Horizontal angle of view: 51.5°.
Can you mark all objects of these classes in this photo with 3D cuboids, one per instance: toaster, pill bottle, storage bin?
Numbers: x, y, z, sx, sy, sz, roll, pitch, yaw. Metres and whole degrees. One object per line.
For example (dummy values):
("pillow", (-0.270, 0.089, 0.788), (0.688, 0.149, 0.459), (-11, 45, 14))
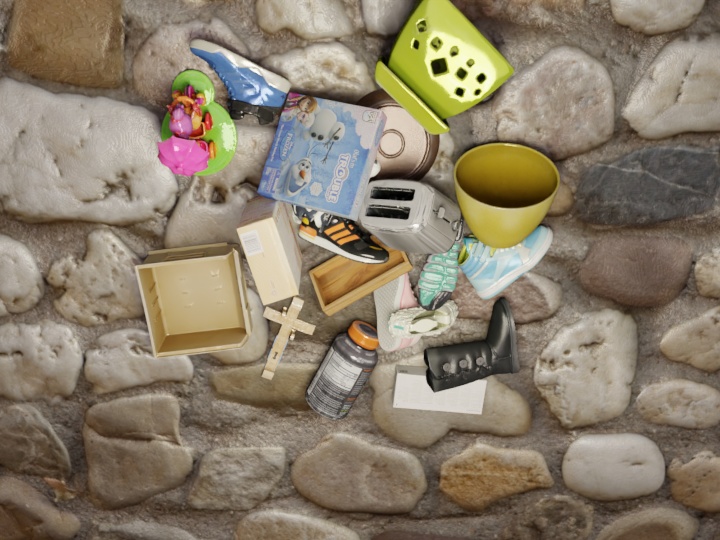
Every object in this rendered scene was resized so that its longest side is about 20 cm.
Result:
("toaster", (0.084, -0.105, 1.412), (0.198, 0.129, 0.115), (9, 77, 34))
("pill bottle", (-0.030, 0.207, 1.580), (0.105, 0.106, 0.202), (26, 107, -11))
("storage bin", (-0.333, 0.059, 1.522), (0.195, 0.094, 0.203), (-6, 110, 1))

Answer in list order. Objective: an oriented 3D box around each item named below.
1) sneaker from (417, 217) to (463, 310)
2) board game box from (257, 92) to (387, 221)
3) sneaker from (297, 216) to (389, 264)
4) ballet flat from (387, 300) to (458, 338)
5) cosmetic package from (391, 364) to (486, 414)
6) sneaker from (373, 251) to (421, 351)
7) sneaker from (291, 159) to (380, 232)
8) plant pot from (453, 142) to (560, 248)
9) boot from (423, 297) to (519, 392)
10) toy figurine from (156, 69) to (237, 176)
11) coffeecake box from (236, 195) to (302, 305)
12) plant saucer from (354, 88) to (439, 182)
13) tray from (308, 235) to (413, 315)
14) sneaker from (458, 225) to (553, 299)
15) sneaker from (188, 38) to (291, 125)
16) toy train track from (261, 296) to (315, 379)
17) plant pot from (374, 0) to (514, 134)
("sneaker", (0.164, -0.020, 1.496), (0.073, 0.088, 0.203), (16, 97, 0))
("board game box", (-0.071, -0.212, 1.375), (0.196, 0.043, 0.203), (15, 85, 20))
("sneaker", (-0.028, -0.078, 1.468), (0.198, 0.070, 0.091), (21, 102, 19))
("ballet flat", (0.142, 0.104, 1.513), (0.198, 0.071, 0.073), (-12, 116, -39))
("cosmetic package", (0.171, 0.260, 1.635), (0.197, 0.051, 0.084), (6, 106, -4))
("sneaker", (0.087, 0.065, 1.557), (0.104, 0.075, 0.204), (2, 86, -45))
("sneaker", (-0.052, -0.140, 1.420), (0.196, 0.079, 0.132), (-7, 77, 17))
("plant pot", (0.273, -0.129, 1.439), (0.197, 0.202, 0.143), (-2, 135, -1))
("boot", (0.227, 0.156, 1.572), (0.197, 0.066, 0.168), (-10, 95, -3))
("toy figurine", (-0.312, -0.254, 1.361), (0.148, 0.184, 0.203), (-3, 110, -1))
("coffeecake box", (-0.169, -0.050, 1.431), (0.072, 0.200, 0.156), (-16, 110, 4))
("plant saucer", (0.059, -0.250, 1.455), (0.197, 0.035, 0.203), (-1, 109, -2))
("tray", (0.000, 0.000, 1.511), (0.198, 0.100, 0.037), (-30, 148, 10))
("sneaker", (0.284, -0.046, 1.512), (0.200, 0.080, 0.131), (-42, 107, 12))
("sneaker", (-0.239, -0.342, 1.387), (0.198, 0.077, 0.112), (23, 99, -17))
("toy train track", (-0.168, 0.150, 1.593), (0.113, 0.033, 0.202), (21, 109, -9))
("plant pot", (0.135, -0.364, 1.326), (0.200, 0.199, 0.182), (41, 106, -11))
